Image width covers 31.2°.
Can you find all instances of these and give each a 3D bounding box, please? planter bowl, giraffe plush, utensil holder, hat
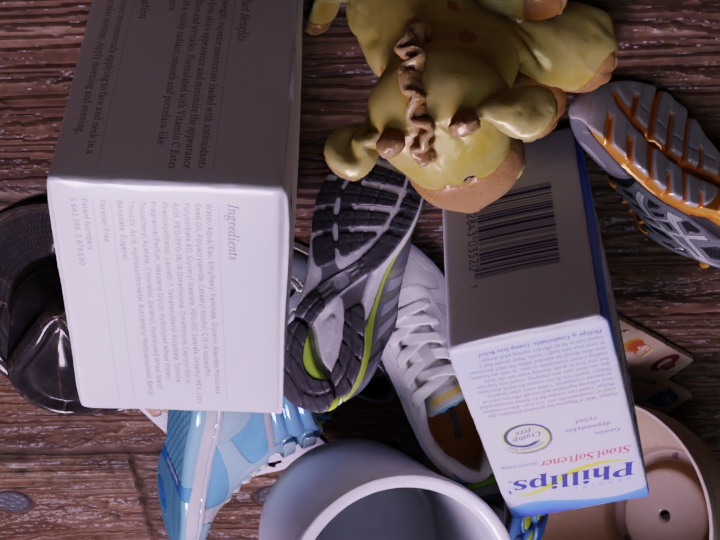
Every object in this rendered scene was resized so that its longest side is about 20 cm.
[{"bbox_3d":[0.234,0.208,1.083,0.134,0.201,0.200,8,143,-47],"label":"planter bowl"},{"bbox_3d":[0.058,-0.109,0.763,0.199,0.163,0.172,31,128,-29],"label":"giraffe plush"},{"bbox_3d":[0.011,0.221,0.975,0.169,0.171,0.200,11,179,-11],"label":"utensil holder"},{"bbox_3d":[-0.219,0.050,0.962,0.199,0.081,0.202,4,125,5],"label":"hat"}]

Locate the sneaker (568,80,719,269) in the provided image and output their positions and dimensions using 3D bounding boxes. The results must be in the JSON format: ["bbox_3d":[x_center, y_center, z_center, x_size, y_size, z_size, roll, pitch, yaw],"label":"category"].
[{"bbox_3d":[0.212,-0.055,0.887,0.199,0.079,0.077,33,146,-22],"label":"sneaker"}]

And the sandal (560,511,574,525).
[{"bbox_3d":[0.175,0.285,1.231,0.054,0.081,0.201,21,130,2],"label":"sandal"}]

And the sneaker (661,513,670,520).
[{"bbox_3d":[0.268,0.267,1.223,0.086,0.075,0.200,34,127,-23],"label":"sneaker"}]

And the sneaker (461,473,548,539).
[{"bbox_3d":[0.109,0.161,1.051,0.082,0.201,0.071,3,-179,29],"label":"sneaker"}]

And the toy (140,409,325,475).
[{"bbox_3d":[-0.121,0.134,1.099,0.115,0.047,0.200,-19,133,20],"label":"toy"}]

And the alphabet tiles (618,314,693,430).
[{"bbox_3d":[0.177,0.107,1.102,0.167,0.008,0.200,27,130,-25],"label":"alphabet tiles"}]

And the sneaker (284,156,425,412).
[{"bbox_3d":[0.000,0.000,0.898,0.074,0.201,0.081,21,-179,17],"label":"sneaker"}]

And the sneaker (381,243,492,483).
[{"bbox_3d":[0.052,0.064,0.961,0.076,0.081,0.201,-28,102,0],"label":"sneaker"}]

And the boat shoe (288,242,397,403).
[{"bbox_3d":[-0.040,0.038,0.989,0.200,0.062,0.073,34,126,-30],"label":"boat shoe"}]

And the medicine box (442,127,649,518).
[{"bbox_3d":[0.127,0.038,0.902,0.102,0.183,0.201,-12,135,13],"label":"medicine box"}]

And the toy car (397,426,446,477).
[{"bbox_3d":[0.043,0.225,1.135,0.163,0.158,0.201,-22,121,5],"label":"toy car"}]

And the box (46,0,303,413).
[{"bbox_3d":[-0.104,-0.048,0.800,0.130,0.200,0.201,3,136,-2],"label":"box"}]

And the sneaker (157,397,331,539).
[{"bbox_3d":[-0.091,0.150,1.040,0.130,0.080,0.201,-6,134,-25],"label":"sneaker"}]
